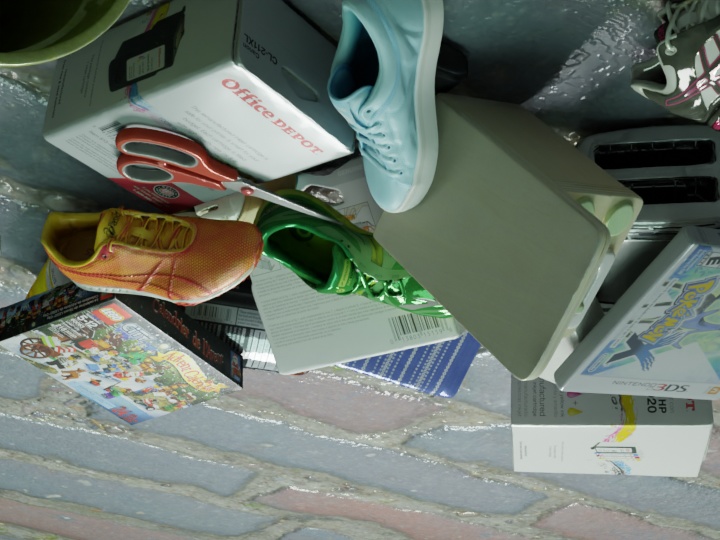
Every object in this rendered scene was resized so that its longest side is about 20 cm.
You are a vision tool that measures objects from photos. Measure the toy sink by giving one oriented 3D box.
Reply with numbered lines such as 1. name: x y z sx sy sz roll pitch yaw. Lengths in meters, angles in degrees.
1. toy sink: 0.126 -0.026 1.027 0.111 0.200 0.131 1 122 -42

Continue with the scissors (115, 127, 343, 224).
1. scissors: -0.095 -0.069 1.047 0.198 0.014 0.073 14 151 -17

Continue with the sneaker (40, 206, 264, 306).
1. sneaker: -0.174 -0.016 1.110 0.198 0.074 0.077 -3 151 20

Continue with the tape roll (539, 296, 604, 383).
1. tape roll: 0.136 0.016 1.209 0.203 0.037 0.203 42 162 17

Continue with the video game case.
1. video game case: 0.284 0.042 1.124 0.181 0.022 0.201 5 138 -28

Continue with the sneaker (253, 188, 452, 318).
1. sneaker: 0.000 0.000 1.127 0.198 0.084 0.075 19 122 4

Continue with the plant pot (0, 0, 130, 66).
1. plant pot: -0.257 -0.199 0.838 0.199 0.203 0.184 20 161 -28

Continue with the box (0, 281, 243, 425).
1. box: -0.218 0.074 1.257 0.135 0.038 0.200 -19 144 23

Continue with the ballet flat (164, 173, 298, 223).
1. ballet flat: -0.137 -0.043 1.202 0.063 0.069 0.199 9 147 -46

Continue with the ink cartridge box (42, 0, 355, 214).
1. ink cartridge box: -0.119 -0.129 1.040 0.198 0.084 0.145 -15 148 33

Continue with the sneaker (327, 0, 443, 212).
1. sneaker: 0.007 -0.123 0.979 0.081 0.074 0.202 -23 132 -28

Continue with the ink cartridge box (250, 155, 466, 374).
1. ink cartridge box: -0.013 -0.008 1.219 0.198 0.175 0.043 -14 -173 32

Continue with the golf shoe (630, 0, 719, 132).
1. golf shoe: 0.251 -0.164 0.939 0.087 0.078 0.201 12 152 -1

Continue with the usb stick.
1. usb stick: 0.009 -0.127 1.086 0.055 0.033 0.199 12 153 -34

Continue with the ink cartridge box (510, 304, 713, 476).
1. ink cartridge box: 0.256 0.119 1.403 0.197 0.149 0.145 0 153 8

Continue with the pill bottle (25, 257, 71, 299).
1. pill bottle: -0.271 0.031 1.343 0.108 0.110 0.200 15 150 -21

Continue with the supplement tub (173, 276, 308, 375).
1. supplement tub: -0.102 0.046 1.355 0.198 0.108 0.107 9 153 -11

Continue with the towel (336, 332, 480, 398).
1. towel: 0.040 0.040 1.328 0.198 0.024 0.146 19 107 -25

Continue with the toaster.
1. toaster: 0.243 -0.046 1.127 0.198 0.115 0.130 -1 149 11
